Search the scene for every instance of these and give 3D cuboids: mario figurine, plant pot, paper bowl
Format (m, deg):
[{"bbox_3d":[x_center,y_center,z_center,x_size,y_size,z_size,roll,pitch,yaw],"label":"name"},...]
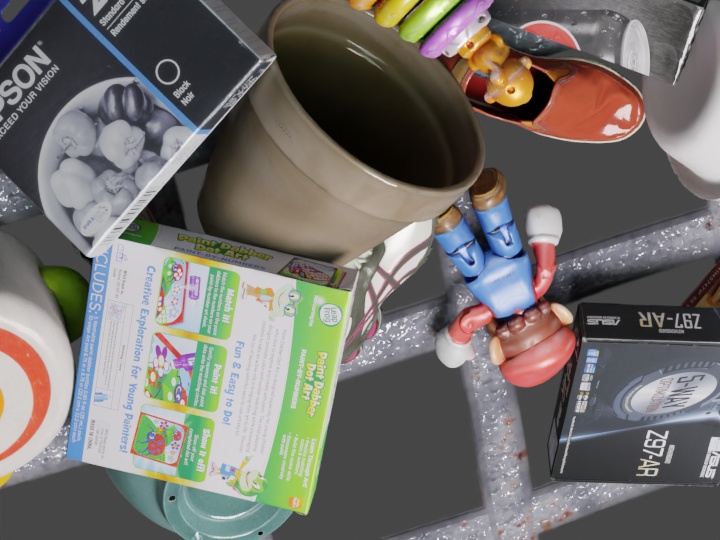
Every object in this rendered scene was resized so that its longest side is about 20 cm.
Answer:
[{"bbox_3d":[0.115,0.010,1.789,0.123,0.106,0.201,-9,121,31],"label":"mario figurine"},{"bbox_3d":[-0.033,-0.081,1.606,0.199,0.201,0.174,21,129,-29],"label":"plant pot"},{"bbox_3d":[-0.119,0.144,1.742,0.199,0.134,0.201,-9,125,-14],"label":"plant pot"},{"bbox_3d":[0.295,-0.154,1.649,0.104,0.201,0.201,5,120,-22],"label":"paper bowl"}]

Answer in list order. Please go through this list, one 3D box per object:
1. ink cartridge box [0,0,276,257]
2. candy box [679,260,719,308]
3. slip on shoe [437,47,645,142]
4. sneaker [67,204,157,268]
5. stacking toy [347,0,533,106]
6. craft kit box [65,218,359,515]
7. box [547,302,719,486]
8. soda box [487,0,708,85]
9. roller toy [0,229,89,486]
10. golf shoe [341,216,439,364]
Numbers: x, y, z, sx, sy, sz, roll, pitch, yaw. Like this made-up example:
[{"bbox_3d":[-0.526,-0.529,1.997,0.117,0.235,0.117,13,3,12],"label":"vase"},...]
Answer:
[{"bbox_3d":[-0.197,-0.149,1.511,0.200,0.043,0.198,44,103,6],"label":"ink cartridge box"},{"bbox_3d":[0.382,0.067,1.913,0.200,0.055,0.116,28,111,-32],"label":"candy box"},{"bbox_3d":[0.148,-0.140,1.695,0.199,0.061,0.074,14,114,-28],"label":"slip on shoe"},{"bbox_3d":[-0.206,-0.062,1.609,0.078,0.082,0.200,-32,126,3],"label":"sneaker"},{"bbox_3d":[0.056,-0.199,1.541,0.116,0.110,0.200,-43,92,16],"label":"stacking toy"},{"bbox_3d":[-0.115,0.072,1.597,0.197,0.049,0.201,15,116,5],"label":"craft kit box"},{"bbox_3d":[0.257,0.112,1.858,0.159,0.044,0.201,3,137,-4],"label":"box"},{"bbox_3d":[0.161,-0.212,1.593,0.199,0.063,0.071,21,117,7],"label":"soda box"},{"bbox_3d":[-0.316,0.070,1.621,0.182,0.140,0.200,27,111,-31],"label":"roller toy"},{"bbox_3d":[0.000,0.000,1.706,0.077,0.088,0.201,30,113,14],"label":"golf shoe"}]
